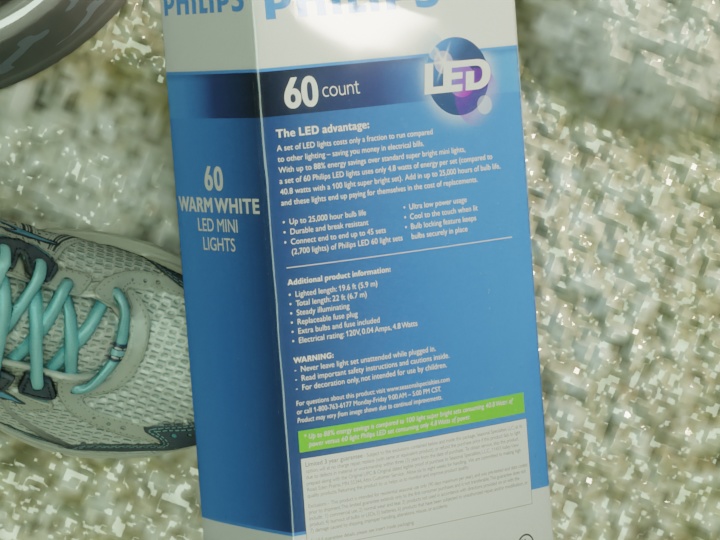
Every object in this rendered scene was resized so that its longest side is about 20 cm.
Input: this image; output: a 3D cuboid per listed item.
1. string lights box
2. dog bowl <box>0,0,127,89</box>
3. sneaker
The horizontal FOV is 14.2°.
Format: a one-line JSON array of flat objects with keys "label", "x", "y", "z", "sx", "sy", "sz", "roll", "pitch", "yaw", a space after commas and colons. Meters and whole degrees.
[{"label": "string lights box", "x": 0.000, "y": 0.000, "z": 0.922, "sx": 0.103, "sy": 0.059, "sz": 0.201, "roll": -7, "pitch": 96, "yaw": -33}, {"label": "dog bowl", "x": -0.153, "y": -0.152, "z": 0.928, "sx": 0.199, "sy": 0.059, "sz": 0.201, "roll": 0, "pitch": 95, "yaw": -1}, {"label": "sneaker", "x": -0.128, "y": 0.016, "z": 0.929, "sx": 0.199, "sy": 0.086, "sz": 0.078, "roll": 17, "pitch": 95, "yaw": -2}]
